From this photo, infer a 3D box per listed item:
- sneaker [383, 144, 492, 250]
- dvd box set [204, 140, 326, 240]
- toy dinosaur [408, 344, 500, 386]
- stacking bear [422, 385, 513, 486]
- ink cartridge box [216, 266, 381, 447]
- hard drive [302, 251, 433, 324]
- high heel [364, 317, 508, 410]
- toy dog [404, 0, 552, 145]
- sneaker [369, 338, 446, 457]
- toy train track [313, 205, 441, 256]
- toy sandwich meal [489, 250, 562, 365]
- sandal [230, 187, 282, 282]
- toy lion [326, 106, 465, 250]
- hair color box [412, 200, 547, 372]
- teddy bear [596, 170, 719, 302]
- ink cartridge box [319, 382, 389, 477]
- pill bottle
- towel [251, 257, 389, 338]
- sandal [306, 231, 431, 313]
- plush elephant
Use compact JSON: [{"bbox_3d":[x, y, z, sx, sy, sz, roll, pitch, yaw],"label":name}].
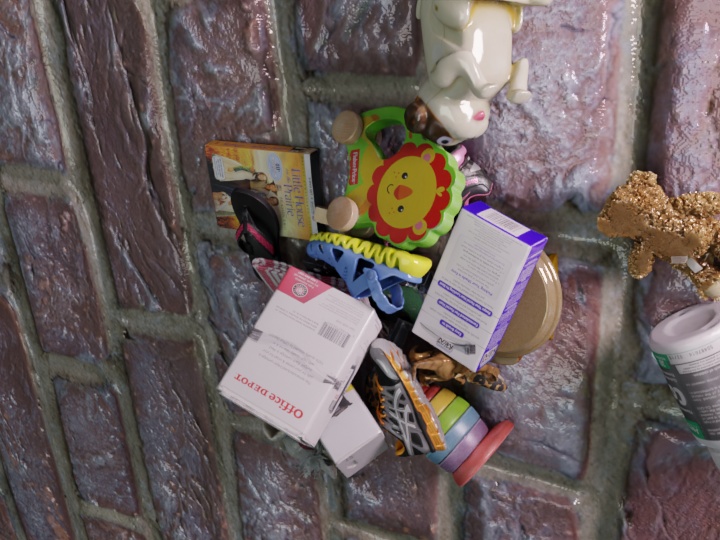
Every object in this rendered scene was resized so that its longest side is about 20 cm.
[{"bbox_3d":[0.108,-0.076,1.144,0.095,0.079,0.200,35,118,-8],"label":"sneaker"},{"bbox_3d":[-0.151,-0.127,1.299,0.199,0.029,0.147,10,119,26],"label":"dvd box set"},{"bbox_3d":[0.109,0.129,1.133,0.106,0.199,0.061,-13,75,49],"label":"toy dinosaur"},{"bbox_3d":[0.117,0.227,1.274,0.200,0.114,0.122,42,127,11],"label":"stacking bear"},{"bbox_3d":[-0.081,0.120,1.129,0.145,0.201,0.085,27,166,18],"label":"ink cartridge box"},{"bbox_3d":[0.024,0.028,1.228,0.199,0.038,0.140,13,154,26],"label":"hard drive"},{"bbox_3d":[0.110,0.177,1.225,0.199,0.071,0.143,27,86,-1],"label":"high heel"},{"bbox_3d":[0.119,-0.253,1.005,0.193,0.139,0.201,25,115,35],"label":"toy dog"},{"bbox_3d":[0.054,0.188,1.160,0.077,0.078,0.201,-23,109,9],"label":"sneaker"},{"bbox_3d":[0.027,-0.063,1.229,0.199,0.033,0.115,17,108,16],"label":"toy train track"},{"bbox_3d":[0.203,0.035,1.154,0.204,0.070,0.207,10,108,33],"label":"toy sandwich meal"},{"bbox_3d":[-0.165,-0.044,1.306,0.075,0.045,0.201,12,135,24],"label":"sandal"},{"bbox_3d":[0.050,-0.126,1.097,0.191,0.069,0.201,-6,75,34],"label":"toy lion"},{"bbox_3d":[0.158,0.022,1.099,0.109,0.065,0.201,32,118,23],"label":"hair color box"},{"bbox_3d":[0.393,-0.044,1.010,0.199,0.067,0.146,19,131,14],"label":"teddy bear"},{"bbox_3d":[-0.048,0.194,1.221,0.200,0.085,0.148,54,173,21],"label":"ink cartridge box"},{"bbox_3d":[0.456,0.150,1.029,0.113,0.113,0.201,-23,99,36],"label":"pill bottle"},{"bbox_3d":[-0.060,0.042,1.263,0.199,0.030,0.147,16,154,29],"label":"towel"},{"bbox_3d":[0.000,0.000,1.123,0.199,0.079,0.088,19,96,39],"label":"sandal"},{"bbox_3d":[-0.071,0.262,1.372,0.165,0.200,0.155,42,153,-14],"label":"plush elephant"}]
